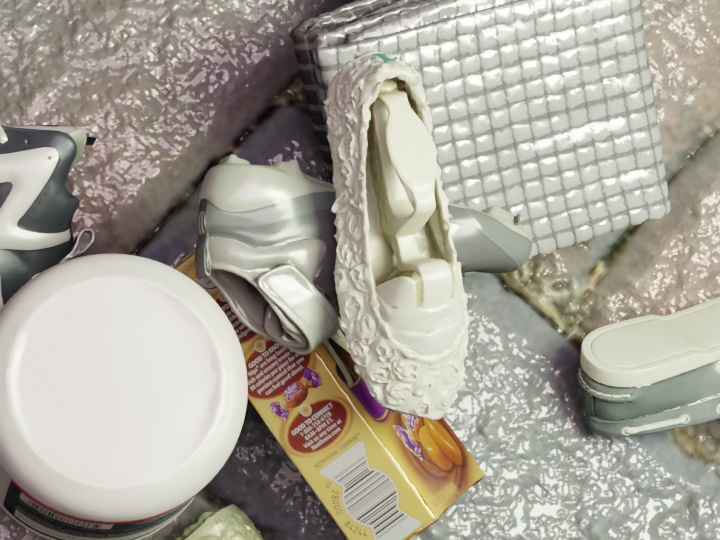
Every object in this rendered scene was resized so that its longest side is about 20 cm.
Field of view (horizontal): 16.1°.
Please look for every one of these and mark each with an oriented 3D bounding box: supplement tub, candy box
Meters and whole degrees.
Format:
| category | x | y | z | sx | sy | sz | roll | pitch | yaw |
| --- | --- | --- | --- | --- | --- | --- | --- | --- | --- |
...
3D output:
| category | x | y | z | sx | sy | sz | roll | pitch | yaw |
| --- | --- | --- | --- | --- | --- | --- | --- | --- | --- |
| supplement tub | -0.141 | 0.076 | 1.381 | 0.140 | 0.200 | 0.141 | 2 | 78 | -10 |
| candy box | -0.019 | 0.062 | 1.446 | 0.056 | 0.117 | 0.200 | -38 | 87 | 17 |

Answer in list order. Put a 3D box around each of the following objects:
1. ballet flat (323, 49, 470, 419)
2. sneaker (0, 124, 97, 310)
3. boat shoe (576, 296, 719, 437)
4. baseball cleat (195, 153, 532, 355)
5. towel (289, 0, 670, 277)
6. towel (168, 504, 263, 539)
| category | x | y | z | sx | sy | sz | roll | pitch | yaw |
| --- | --- | --- | --- | --- | --- | --- | --- | --- | --- |
| ballet flat | 0.021 | -0.018 | 1.330 | 0.072 | 0.072 | 0.200 | -11 | 92 | -12 |
| sneaker | -0.223 | -0.075 | 1.462 | 0.129 | 0.079 | 0.199 | -27 | 84 | -16 |
| boat shoe | 0.223 | 0.059 | 1.534 | 0.200 | 0.073 | 0.062 | -8 | 123 | -19 |
| baseball cleat | 0.000 | 0.000 | 1.391 | 0.200 | 0.070 | 0.107 | 11 | 75 | -21 |
| towel | 0.071 | -0.092 | 1.487 | 0.200 | 0.086 | 0.166 | -18 | 111 | -13 |
| towel | -0.105 | 0.241 | 1.421 | 0.200 | 0.036 | 0.148 | -40 | 76 | -11 |
